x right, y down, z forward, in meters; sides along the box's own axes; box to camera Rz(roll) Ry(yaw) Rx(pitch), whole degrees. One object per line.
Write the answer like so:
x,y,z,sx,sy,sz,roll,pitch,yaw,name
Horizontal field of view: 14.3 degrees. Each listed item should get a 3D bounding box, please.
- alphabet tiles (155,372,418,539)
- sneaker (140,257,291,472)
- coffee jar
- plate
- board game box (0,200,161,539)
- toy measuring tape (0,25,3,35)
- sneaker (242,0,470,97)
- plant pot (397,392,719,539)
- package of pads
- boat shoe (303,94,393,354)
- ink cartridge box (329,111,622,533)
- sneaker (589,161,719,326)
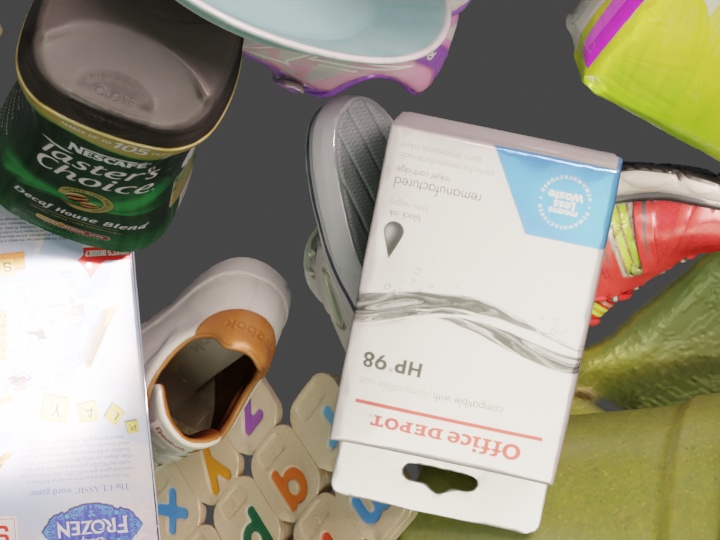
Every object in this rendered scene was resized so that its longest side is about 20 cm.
-0.046,0.155,1.544,0.015,0.196,0.200,6,130,-47,alphabet tiles
-0.118,0.077,1.539,0.073,0.085,0.200,34,122,-18,sneaker
-0.120,-0.081,1.387,0.104,0.085,0.200,20,159,-5,coffee jar
-0.051,-0.151,1.326,0.200,0.200,0.026,25,121,-13,plate
-0.208,0.064,1.460,0.199,0.041,0.200,-2,82,-20,board game box
-0.239,-0.134,1.404,0.200,0.074,0.074,1,127,37,toy measuring tape
-0.040,-0.126,1.423,0.200,0.081,0.089,4,131,-1,sneaker
0.121,0.153,1.533,0.184,0.201,0.201,1,122,14,plant pot
0.217,-0.116,1.406,0.200,0.068,0.155,25,120,-25,package of pads
0.000,0.000,1.497,0.067,0.074,0.200,4,124,38,boat shoe
0.054,0.032,1.416,0.116,0.067,0.201,11,99,3,ink cartridge box
0.132,-0.013,1.472,0.199,0.077,0.085,4,96,8,sneaker
